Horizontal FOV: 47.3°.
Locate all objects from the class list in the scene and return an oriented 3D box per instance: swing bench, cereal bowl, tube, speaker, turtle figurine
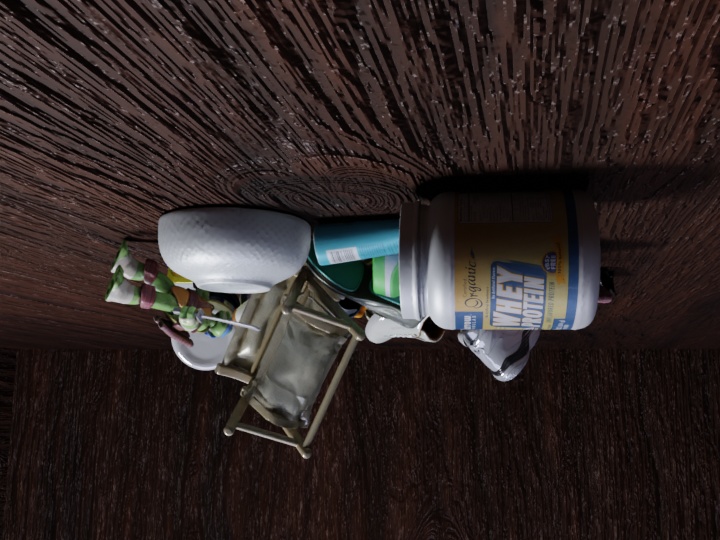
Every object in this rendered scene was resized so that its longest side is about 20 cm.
[{"bbox_3d":[-0.106,0.115,1.163,0.128,0.201,0.200,21,-166,-20],"label":"swing bench"},{"bbox_3d":[-0.160,-0.019,1.044,0.196,0.085,0.200,2,170,0],"label":"cereal bowl"},{"bbox_3d":[0.042,-0.042,1.012,0.196,0.051,0.077,-6,174,10],"label":"tube"},{"bbox_3d":[0.116,-0.006,1.085,0.196,0.090,0.088,0,171,4],"label":"speaker"},{"bbox_3d":[-0.244,0.014,1.153,0.192,0.146,0.199,22,153,-23],"label":"turtle figurine"}]

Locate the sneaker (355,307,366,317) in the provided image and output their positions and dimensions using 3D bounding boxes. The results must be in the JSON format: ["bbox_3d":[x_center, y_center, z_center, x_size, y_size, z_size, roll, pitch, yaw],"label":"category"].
[{"bbox_3d":[0.041,0.028,1.324,0.077,0.079,0.199,10,165,-34],"label":"sneaker"}]

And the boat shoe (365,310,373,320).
[{"bbox_3d":[0.023,0.056,1.487,0.070,0.078,0.200,1,171,-1],"label":"boat shoe"}]

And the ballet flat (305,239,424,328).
[{"bbox_3d":[0.001,0.026,1.147,0.198,0.068,0.064,26,142,-2],"label":"ballet flat"}]

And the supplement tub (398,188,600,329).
[{"bbox_3d":[0.142,-0.011,0.865,0.196,0.147,0.145,-1,171,8],"label":"supplement tub"}]

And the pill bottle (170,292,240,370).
[{"bbox_3d":[-0.261,0.084,1.415,0.114,0.118,0.200,2,-166,-8],"label":"pill bottle"}]

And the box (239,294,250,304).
[{"bbox_3d":[-0.128,0.063,1.488,0.173,0.099,0.200,3,171,-11],"label":"box"}]

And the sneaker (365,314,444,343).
[{"bbox_3d":[0.076,0.086,1.285,0.072,0.086,0.200,-10,160,-37],"label":"sneaker"}]

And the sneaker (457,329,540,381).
[{"bbox_3d":[0.219,0.054,1.238,0.114,0.202,0.075,35,158,-19],"label":"sneaker"}]

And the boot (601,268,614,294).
[{"bbox_3d":[0.379,0.042,1.425,0.129,0.069,0.200,-9,169,20],"label":"boot"}]

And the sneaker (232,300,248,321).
[{"bbox_3d":[-0.117,0.077,1.344,0.198,0.074,0.084,12,162,-36],"label":"sneaker"}]

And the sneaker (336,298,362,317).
[{"bbox_3d":[-0.052,0.071,1.254,0.075,0.202,0.084,35,174,-17],"label":"sneaker"}]

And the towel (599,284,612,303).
[{"bbox_3d":[0.234,0.022,1.167,0.196,0.023,0.144,-4,-159,-15],"label":"towel"}]

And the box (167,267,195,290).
[{"bbox_3d":[-0.192,0.006,1.302,0.196,0.049,0.117,2,172,7],"label":"box"}]

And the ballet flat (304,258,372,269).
[{"bbox_3d":[0.000,0.000,1.196,0.196,0.064,0.069,-2,172,16],"label":"ballet flat"}]
